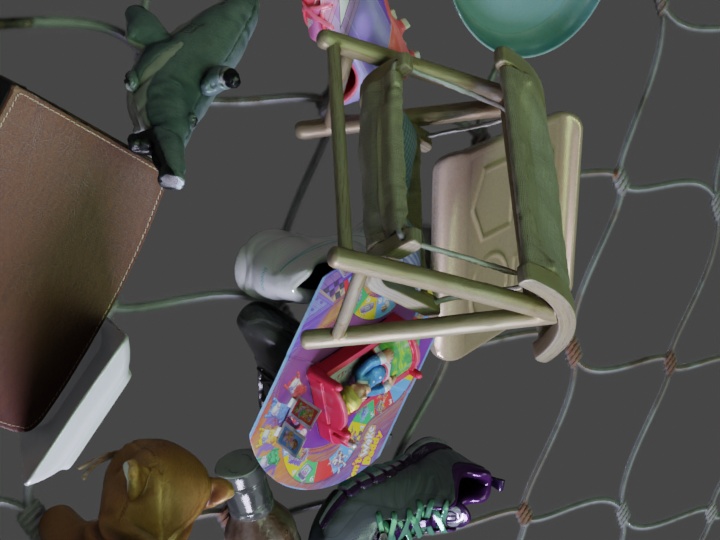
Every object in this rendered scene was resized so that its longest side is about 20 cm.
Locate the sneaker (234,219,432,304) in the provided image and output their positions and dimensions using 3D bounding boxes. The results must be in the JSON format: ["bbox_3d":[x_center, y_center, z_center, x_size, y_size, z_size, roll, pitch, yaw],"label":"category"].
[{"bbox_3d":[0.000,0.000,1.066,0.200,0.080,0.071,-11,112,-37],"label":"sneaker"}]

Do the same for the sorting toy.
[{"bbox_3d":[0.125,-0.035,1.162,0.200,0.036,0.186,-22,120,-45],"label":"sorting toy"}]

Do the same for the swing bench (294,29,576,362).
[{"bbox_3d":[0.060,-0.053,0.957,0.199,0.200,0.130,3,150,-11],"label":"swing bench"}]

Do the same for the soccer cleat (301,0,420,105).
[{"bbox_3d":[-0.020,-0.217,0.980,0.076,0.067,0.200,-31,124,-8],"label":"soccer cleat"}]

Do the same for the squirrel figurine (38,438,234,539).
[{"bbox_3d":[-0.160,0.224,0.944,0.141,0.200,0.187,26,103,-34],"label":"squirrel figurine"}]

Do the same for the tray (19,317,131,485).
[{"bbox_3d":[-0.188,0.084,0.877,0.022,0.200,0.108,34,84,-14],"label":"tray"}]

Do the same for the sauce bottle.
[{"bbox_3d":[-0.077,0.241,1.106,0.065,0.065,0.201,-28,121,-27],"label":"sauce bottle"}]

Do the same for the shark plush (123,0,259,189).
[{"bbox_3d":[-0.116,-0.127,0.868,0.083,0.200,0.091,-16,114,15],"label":"shark plush"}]

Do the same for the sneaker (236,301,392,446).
[{"bbox_3d":[-0.049,0.108,1.075,0.091,0.076,0.200,-43,126,-10],"label":"sneaker"}]

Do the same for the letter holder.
[{"bbox_3d":[-0.237,-0.014,0.861,0.142,0.100,0.201,29,88,-43],"label":"letter holder"}]

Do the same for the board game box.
[{"bbox_3d":[0.004,0.090,1.030,0.158,0.039,0.201,22,95,-48],"label":"board game box"}]

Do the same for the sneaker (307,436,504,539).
[{"bbox_3d":[0.041,0.208,1.147,0.200,0.087,0.075,-30,126,-43],"label":"sneaker"}]

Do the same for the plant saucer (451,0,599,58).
[{"bbox_3d":[0.140,-0.280,1.103,0.199,0.027,0.201,-15,115,-34],"label":"plant saucer"}]
